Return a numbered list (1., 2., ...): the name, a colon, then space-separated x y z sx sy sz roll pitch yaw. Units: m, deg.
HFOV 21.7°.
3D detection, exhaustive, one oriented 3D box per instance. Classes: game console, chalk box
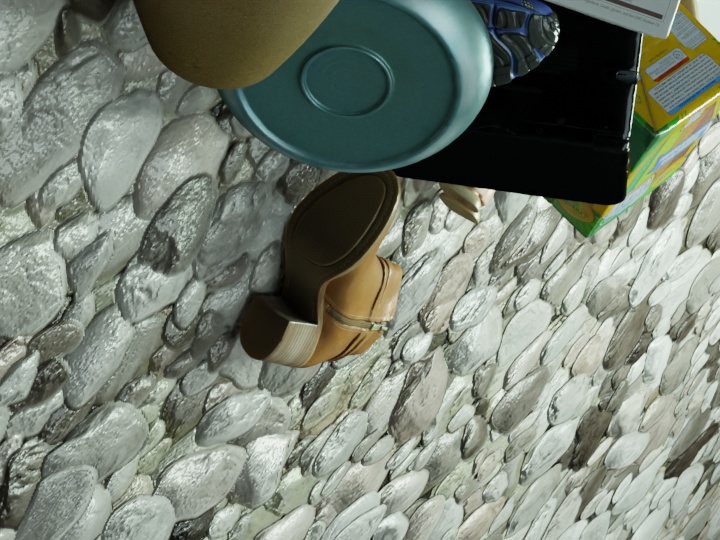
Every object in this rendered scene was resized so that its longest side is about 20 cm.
1. game console: 0.112 -0.139 1.435 0.116 0.198 0.177 -46 142 -75
2. chalk box: 0.202 -0.122 1.550 0.124 0.124 0.200 -36 164 -31

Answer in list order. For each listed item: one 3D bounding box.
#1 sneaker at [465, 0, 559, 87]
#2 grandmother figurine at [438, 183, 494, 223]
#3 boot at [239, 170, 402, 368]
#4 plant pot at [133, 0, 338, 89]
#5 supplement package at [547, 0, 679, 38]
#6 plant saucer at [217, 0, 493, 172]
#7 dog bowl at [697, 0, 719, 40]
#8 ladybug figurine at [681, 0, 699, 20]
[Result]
1. sneaker: 0.048 -0.183 1.324 0.079 0.199 0.076 -61 148 -36
2. grandmother figurine: 0.144 -0.140 1.657 0.200 0.060 0.121 -53 178 -10
3. boot: 0.000 0.000 1.552 0.155 0.077 0.201 3 121 -57
4. plant pot: -0.074 -0.208 1.131 0.186 0.186 0.200 -37 163 -31
5. supplement package: 0.109 -0.238 1.220 0.156 0.199 0.112 -111 -140 -78
6. plant saucer: -0.009 -0.136 1.287 0.201 0.198 0.028 92 3 -47
7. dog bowl: 0.297 -0.219 1.803 0.200 0.059 0.201 -39 149 -28
8. ladybug figurine: 0.245 -0.223 1.646 0.135 0.071 0.202 -24 109 -55
